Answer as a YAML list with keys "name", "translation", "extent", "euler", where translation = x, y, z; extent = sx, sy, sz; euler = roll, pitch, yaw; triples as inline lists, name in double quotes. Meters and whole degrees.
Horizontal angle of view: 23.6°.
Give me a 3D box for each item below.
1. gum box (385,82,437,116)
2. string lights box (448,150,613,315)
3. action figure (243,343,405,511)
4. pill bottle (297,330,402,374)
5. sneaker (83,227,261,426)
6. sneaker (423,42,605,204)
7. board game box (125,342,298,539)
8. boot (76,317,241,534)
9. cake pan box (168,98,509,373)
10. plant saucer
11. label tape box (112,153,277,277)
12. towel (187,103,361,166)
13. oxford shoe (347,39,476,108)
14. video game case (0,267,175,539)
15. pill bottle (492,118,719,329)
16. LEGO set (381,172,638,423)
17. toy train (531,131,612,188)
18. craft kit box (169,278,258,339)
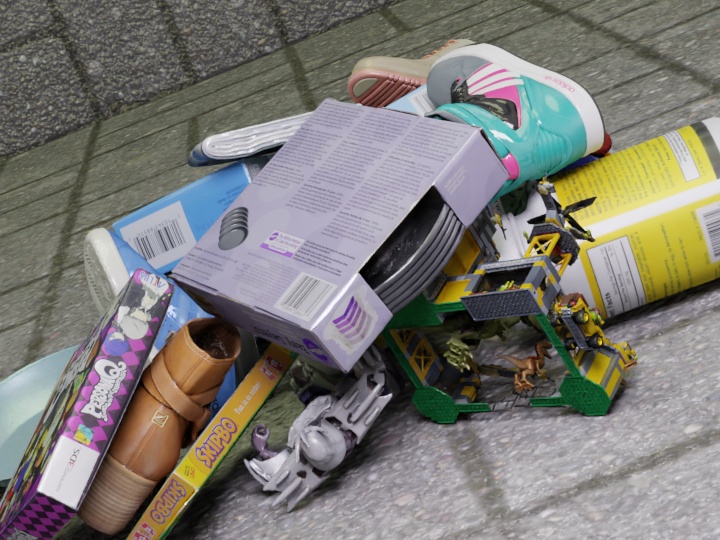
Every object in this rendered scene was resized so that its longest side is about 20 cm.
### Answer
- name: "gum box"
  translation: [0.005, -0.065, 1.476]
  extent: [0.169, 0.045, 0.200]
  euler: [-32, -19, -14]
- name: "string lights box"
  translation: [0.133, -0.050, 1.492]
  extent: [0.199, 0.104, 0.059]
  euler: [-29, 15, -25]
- name: "action figure"
  translation: [-0.024, 0.101, 1.241]
  extent: [0.130, 0.070, 0.200]
  euler: [-37, 4, 12]
- name: "pill bottle"
  translation: [0.000, 0.000, 1.366]
  extent: [0.112, 0.113, 0.200]
  euler: [-33, -12, -38]
- name: "sneaker"
  translation: [-0.150, 0.037, 1.464]
  extent: [0.110, 0.201, 0.077]
  euler: [-22, -26, -26]
- name: "sneaker"
  translation: [0.079, -0.106, 1.299]
  extent: [0.120, 0.084, 0.200]
  euler: [-27, 27, -22]
- name: "board game box"
  translation: [-0.109, 0.132, 1.236]
  extent: [0.096, 0.030, 0.200]
  euler: [-54, 2, 36]
- name: "boot"
  translation: [-0.146, 0.094, 1.276]
  extent: [0.156, 0.076, 0.200]
  euler: [-57, 1, 11]
- name: "cake pan box"
  translation: [-0.015, -0.031, 1.193]
  extent: [0.185, 0.052, 0.199]
  euler: [-52, 34, -16]
- name: "plant saucer"
  translation: [-0.267, 0.133, 1.500]
  extent: [0.199, 0.039, 0.202]
  euler: [-19, 26, 9]
- name: "label tape box"
  translation: [-0.114, -0.051, 1.567]
  extent: [0.142, 0.067, 0.200]
  euler: [-25, -4, 21]
- name: "towel"
  translation: [-0.077, -0.114, 1.519]
  extent: [0.145, 0.024, 0.200]
  euler: [-14, 2, -10]
- name: "oxford shoe"
  translation: [0.069, -0.165, 1.503]
  extent: [0.198, 0.075, 0.071]
  euler: [9, -26, -37]
- name: "video game case"
  translation: [-0.206, 0.114, 1.233]
  extent: [0.200, 0.036, 0.183]
  euler: [-43, 23, 57]
- name: "pill bottle"
  translation: [0.195, -0.029, 1.289]
  extent: [0.198, 0.113, 0.113]
  euler: [-20, 15, 5]
- name: "LEGO set"
  translation: [0.105, 0.019, 1.203]
  extent: [0.199, 0.154, 0.116]
  euler: [-16, 31, 46]
- name: "toy train"
  translation: [0.177, -0.094, 1.429]
  extent: [0.085, 0.199, 0.116]
  euler: [-63, -2, 24]
- name: "craft kit box"
  translation: [-0.151, 0.023, 1.630]
  extent: [0.196, 0.049, 0.201]
  euler: [-28, 24, 20]
